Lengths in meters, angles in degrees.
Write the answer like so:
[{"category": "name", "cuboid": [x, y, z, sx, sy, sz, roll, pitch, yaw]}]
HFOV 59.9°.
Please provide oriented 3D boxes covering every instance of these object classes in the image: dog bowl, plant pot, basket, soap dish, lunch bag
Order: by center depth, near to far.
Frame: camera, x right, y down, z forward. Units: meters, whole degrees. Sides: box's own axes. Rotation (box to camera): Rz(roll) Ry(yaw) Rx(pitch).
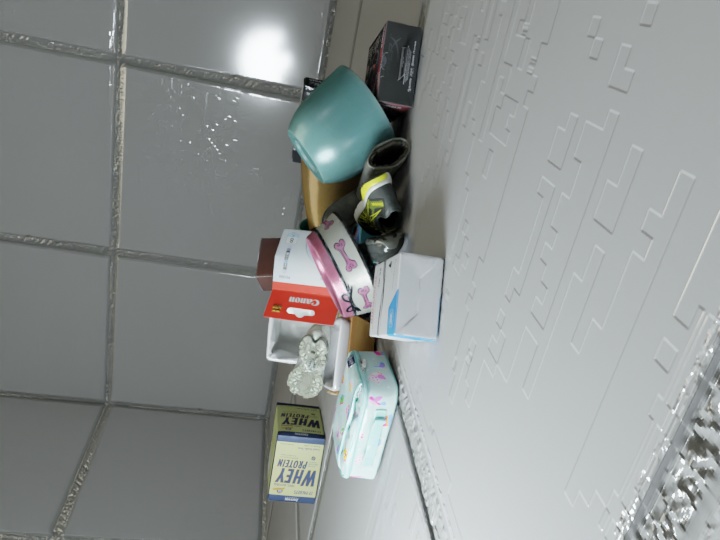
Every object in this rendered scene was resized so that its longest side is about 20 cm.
[{"category": "lunch bag", "cuboid": [0.004, 0.248, 1.087, 0.161, 0.075, 0.204, -106, 26, -66]}, {"category": "dog bowl", "cuboid": [-0.037, -0.003, 1.172, 0.203, 0.073, 0.200, 62, 173, 13]}, {"category": "plant pot", "cuboid": [-0.048, -0.272, 1.240, 0.202, 0.160, 0.201, 53, 175, 7]}, {"category": "soap dish", "cuboid": [-0.026, 0.176, 1.288, 0.200, 0.079, 0.161, 150, 126, -77]}, {"category": "plant pot", "cuboid": [-0.059, -0.181, 1.410, 0.186, 0.182, 0.205, 140, 139, -74]}, {"category": "basket", "cuboid": [-0.148, 0.151, 1.671, 0.161, 0.193, 0.205, 131, 144, -78]}]

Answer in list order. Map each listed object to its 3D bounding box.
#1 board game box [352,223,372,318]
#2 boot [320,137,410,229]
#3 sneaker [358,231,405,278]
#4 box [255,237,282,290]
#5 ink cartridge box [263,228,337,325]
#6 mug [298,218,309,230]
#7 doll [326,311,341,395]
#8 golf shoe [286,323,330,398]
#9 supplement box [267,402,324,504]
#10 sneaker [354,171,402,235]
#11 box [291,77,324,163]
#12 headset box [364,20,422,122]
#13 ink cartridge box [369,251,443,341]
[{"category": "board game box", "cuboid": [0.000, 0.000, 1.369, 0.152, 0.044, 0.205, 131, 145, -73]}, {"category": "boot", "cuboid": [0.007, -0.157, 1.211, 0.182, 0.073, 0.200, -43, 0, -18]}, {"category": "sneaker", "cuboid": [0.043, -0.023, 1.140, 0.200, 0.074, 0.081, 153, 106, -81]}, {"category": "box", "cuboid": [-0.128, -0.014, 1.397, 0.075, 0.195, 0.102, 81, -170, -59]}, {"category": "ink cartridge box", "cuboid": [-0.109, 0.009, 1.303, 0.048, 0.156, 0.203, 78, -158, -54]}, {"category": "mug", "cuboid": [-0.079, -0.057, 1.622, 0.152, 0.182, 0.117, 46, 134, 45]}, {"category": "doll", "cuboid": [-0.050, 0.192, 1.498, 0.136, 0.047, 0.205, 156, 121, -77]}, {"category": "golf shoe", "cuboid": [-0.098, 0.187, 1.323, 0.098, 0.077, 0.202, -68, 1, -50]}, {"category": "supplement box", "cuboid": [-0.188, 0.517, 1.782, 0.200, 0.131, 0.205, -122, 41, -74]}, {"category": "sneaker", "cuboid": [0.035, -0.100, 1.171, 0.201, 0.073, 0.086, 88, 158, -70]}, {"category": "box", "cuboid": [-0.055, -0.338, 1.485, 0.050, 0.195, 0.201, -92, 14, -49]}, {"category": "headset box", "cuboid": [0.060, -0.388, 1.234, 0.200, 0.073, 0.152, -162, 80, -80]}, {"category": "ink cartridge box", "cuboid": [0.061, 0.047, 0.950, 0.200, 0.065, 0.119, 149, 127, -77]}]
